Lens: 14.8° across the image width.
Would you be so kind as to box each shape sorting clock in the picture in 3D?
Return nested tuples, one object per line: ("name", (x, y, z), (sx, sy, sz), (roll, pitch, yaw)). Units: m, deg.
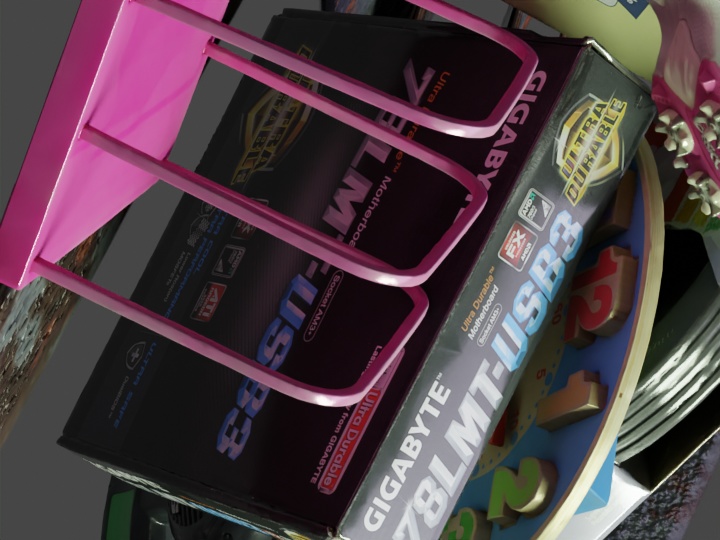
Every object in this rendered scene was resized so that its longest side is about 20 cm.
("shape sorting clock", (0.049, 0.028, 1.028), (0.200, 0.039, 0.200), (-39, -141, 42))

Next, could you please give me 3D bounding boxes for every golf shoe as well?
("golf shoe", (0.129, -0.113, 0.938), (0.091, 0.200, 0.075), (-26, -164, -15))

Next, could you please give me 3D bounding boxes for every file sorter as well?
("file sorter", (-0.007, -0.078, 0.861), (0.139, 0.125, 0.200), (-50, 163, -68))

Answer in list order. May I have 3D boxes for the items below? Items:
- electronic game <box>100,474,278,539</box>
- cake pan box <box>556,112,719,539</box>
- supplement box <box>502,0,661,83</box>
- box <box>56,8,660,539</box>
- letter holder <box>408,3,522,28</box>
("electronic game", (-0.052, 0.081, 1.112), (0.200, 0.042, 0.200), (-39, -138, 46))
("cake pan box", (0.116, 0.006, 1.094), (0.184, 0.052, 0.200), (-47, -161, 20))
("supplement box", (0.117, -0.194, 1.011), (0.134, 0.200, 0.200), (-60, 178, -41))
("box", (-0.006, 0.002, 1.022), (0.198, 0.050, 0.200), (13, -107, 56))
("letter holder", (0.063, -0.088, 1.451), (0.200, 0.100, 0.142), (108, -1, -50))
